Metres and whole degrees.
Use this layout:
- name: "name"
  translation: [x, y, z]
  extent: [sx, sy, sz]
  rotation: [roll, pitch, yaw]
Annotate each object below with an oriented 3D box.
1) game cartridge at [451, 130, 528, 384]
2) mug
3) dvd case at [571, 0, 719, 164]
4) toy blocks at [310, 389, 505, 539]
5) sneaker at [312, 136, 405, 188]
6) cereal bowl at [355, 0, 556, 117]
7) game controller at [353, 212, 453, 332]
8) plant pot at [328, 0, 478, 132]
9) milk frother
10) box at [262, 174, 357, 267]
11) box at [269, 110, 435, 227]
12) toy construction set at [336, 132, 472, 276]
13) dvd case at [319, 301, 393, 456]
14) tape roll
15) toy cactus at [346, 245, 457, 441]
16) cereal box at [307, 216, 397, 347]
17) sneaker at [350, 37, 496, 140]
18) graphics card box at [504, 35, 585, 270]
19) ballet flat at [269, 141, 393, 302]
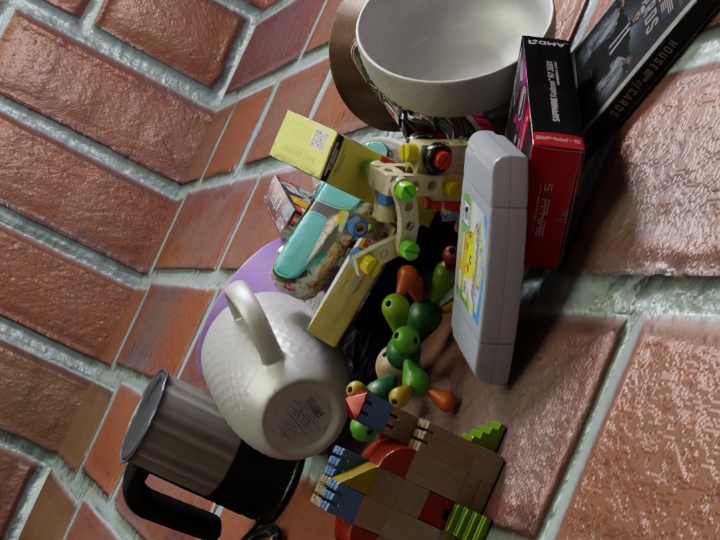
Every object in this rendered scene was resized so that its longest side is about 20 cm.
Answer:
- name: "game cartridge"
  translation: [0.112, -0.011, 1.317]
  extent: [0.133, 0.040, 0.202]
  rotation: [-124, 36, -72]
- name: "mug"
  translation: [-0.093, 0.101, 1.608]
  extent: [0.147, 0.201, 0.175]
  rotation: [-26, 25, -7]
- name: "dvd case"
  translation: [0.248, -0.211, 1.363]
  extent: [0.200, 0.025, 0.151]
  rotation: [-53, 20, 36]
- name: "toy blocks"
  translation: [0.024, 0.193, 1.244]
  extent: [0.202, 0.136, 0.100]
  rotation: [-66, 16, -6]
- name: "sneaker"
  translation: [0.046, -0.117, 1.732]
  extent: [0.199, 0.115, 0.075]
  rotation: [5, 99, 53]
- name: "cereal bowl"
  translation: [0.099, -0.222, 1.507]
  extent: [0.084, 0.198, 0.201]
  rotation: [74, -160, -45]
- name: "game controller"
  translation: [0.053, -0.022, 1.626]
  extent: [0.201, 0.042, 0.104]
  rotation: [-60, 16, -15]
- name: "plant pot"
  translation: [0.094, -0.245, 1.680]
  extent: [0.199, 0.186, 0.188]
  rotation: [11, 75, 57]
- name: "milk frother"
  translation: [-0.175, 0.240, 1.714]
  extent: [0.182, 0.187, 0.200]
  rotation: [-63, 16, 3]
- name: "box"
  translation: [-0.043, -0.051, 1.834]
  extent: [0.040, 0.136, 0.200]
  rotation: [-61, 16, 9]
- name: "box"
  translation: [0.001, -0.098, 1.500]
  extent: [0.075, 0.199, 0.051]
  rotation: [27, 93, 38]
- name: "toy construction set"
  translation: [0.071, -0.067, 1.466]
  extent: [0.092, 0.199, 0.133]
  rotation: [25, 113, 36]
- name: "dvd case"
  translation: [0.006, 0.092, 1.679]
  extent: [0.149, 0.016, 0.201]
  rotation: [-46, 23, 44]
- name: "tape roll"
  translation: [-0.105, 0.061, 1.797]
  extent: [0.200, 0.065, 0.201]
  rotation: [-45, -25, -27]
- name: "toy cactus"
  translation: [0.049, 0.084, 1.463]
  extent: [0.165, 0.101, 0.202]
  rotation: [105, -177, -72]
- name: "cereal box"
  translation: [0.000, 0.000, 1.617]
  extent: [0.145, 0.039, 0.200]
  rotation: [-60, -1, 5]
- name: "sneaker"
  translation: [0.059, -0.178, 1.579]
  extent: [0.074, 0.200, 0.081]
  rotation: [-23, -28, -44]
- name: "graphics card box"
  translation: [0.162, -0.109, 1.356]
  extent: [0.201, 0.050, 0.126]
  rotation: [-84, 0, -53]
- name: "ballet flat"
  translation: [-0.028, -0.051, 1.639]
  extent: [0.075, 0.064, 0.201]
  rotation: [28, 72, 33]
